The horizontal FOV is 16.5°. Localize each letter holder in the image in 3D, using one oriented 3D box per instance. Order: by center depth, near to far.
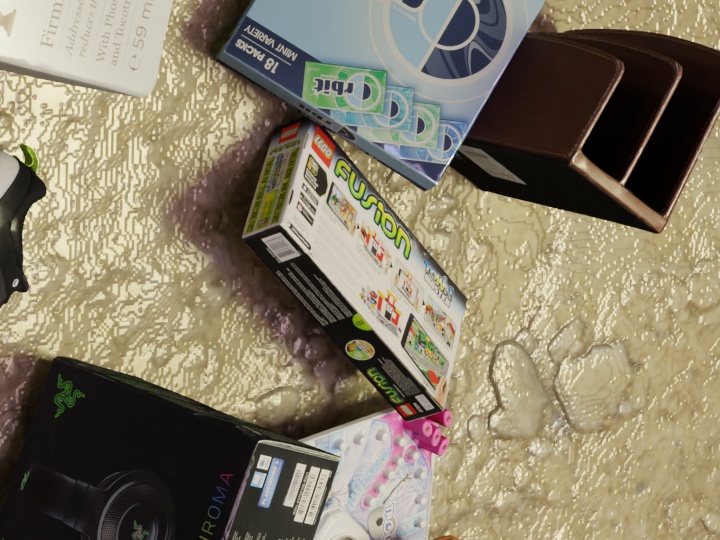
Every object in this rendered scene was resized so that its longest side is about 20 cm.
[{"bbox_3d":[0.145,-0.124,1.718,0.101,0.200,0.142,34,80,-35],"label":"letter holder"}]

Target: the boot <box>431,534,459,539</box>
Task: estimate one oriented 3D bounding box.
[{"bbox_3d":[0.015,0.288,1.751,0.155,0.074,0.200,-18,123,-46],"label":"boot"}]

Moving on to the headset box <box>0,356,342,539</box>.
[{"bbox_3d":[-0.137,0.165,1.595,0.093,0.200,0.174,20,90,-52],"label":"headset box"}]

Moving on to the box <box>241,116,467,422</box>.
[{"bbox_3d":[0.000,0.000,1.713,0.200,0.035,0.110,49,37,-32],"label":"box"}]

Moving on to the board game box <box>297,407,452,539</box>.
[{"bbox_3d":[-0.016,0.204,1.749,0.200,0.026,0.200,-17,119,-41],"label":"board game box"}]

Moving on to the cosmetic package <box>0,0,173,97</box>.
[{"bbox_3d":[-0.225,-0.207,1.443,0.200,0.166,0.168,11,93,-46],"label":"cosmetic package"}]

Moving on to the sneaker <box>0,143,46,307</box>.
[{"bbox_3d":[-0.243,0.016,1.560,0.083,0.072,0.200,16,92,-39],"label":"sneaker"}]

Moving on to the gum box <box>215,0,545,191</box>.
[{"bbox_3d":[0.026,-0.183,1.674,0.170,0.045,0.200,32,82,-7],"label":"gum box"}]

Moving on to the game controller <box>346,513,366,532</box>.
[{"bbox_3d":[-0.073,0.235,1.755,0.200,0.042,0.104,-55,139,-12],"label":"game controller"}]
